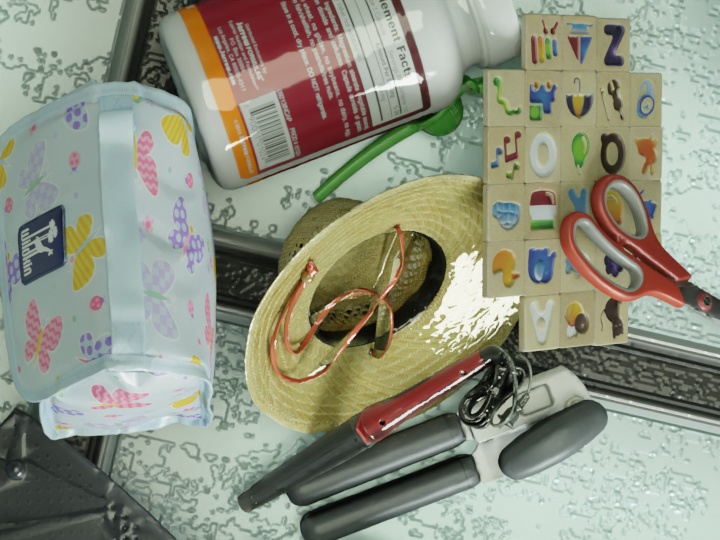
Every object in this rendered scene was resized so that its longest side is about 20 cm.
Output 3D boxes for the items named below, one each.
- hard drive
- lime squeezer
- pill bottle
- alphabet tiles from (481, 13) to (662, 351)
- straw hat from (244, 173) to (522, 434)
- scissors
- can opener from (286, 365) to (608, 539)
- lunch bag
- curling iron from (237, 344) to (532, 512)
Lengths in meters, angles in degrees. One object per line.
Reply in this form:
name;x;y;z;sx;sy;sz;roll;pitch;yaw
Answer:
hard drive;-0.172;0.194;1.516;0.200;0.042;0.135;41;87;10
lime squeezer;0.066;-0.088;1.564;0.199;0.038;0.071;-6;123;-7
pill bottle;-0.011;-0.133;1.510;0.199;0.113;0.113;-21;93;-6
alphabet tiles;0.130;-0.053;1.525;0.166;0.006;0.201;-4;95;-46
straw hat;0.000;0.000;1.523;0.200;0.085;0.202;-20;133;-23
scissors;0.198;0.020;1.550;0.200;0.014;0.073;43;56;-21
can opener;0.053;0.115;1.545;0.199;0.067;0.054;-21;93;-5
lunch bag;-0.143;-0.004;1.441;0.127;0.200;0.170;-4;78;-7
curling iron;0.012;0.100;1.511;0.199;0.026;0.050;-24;70;14
